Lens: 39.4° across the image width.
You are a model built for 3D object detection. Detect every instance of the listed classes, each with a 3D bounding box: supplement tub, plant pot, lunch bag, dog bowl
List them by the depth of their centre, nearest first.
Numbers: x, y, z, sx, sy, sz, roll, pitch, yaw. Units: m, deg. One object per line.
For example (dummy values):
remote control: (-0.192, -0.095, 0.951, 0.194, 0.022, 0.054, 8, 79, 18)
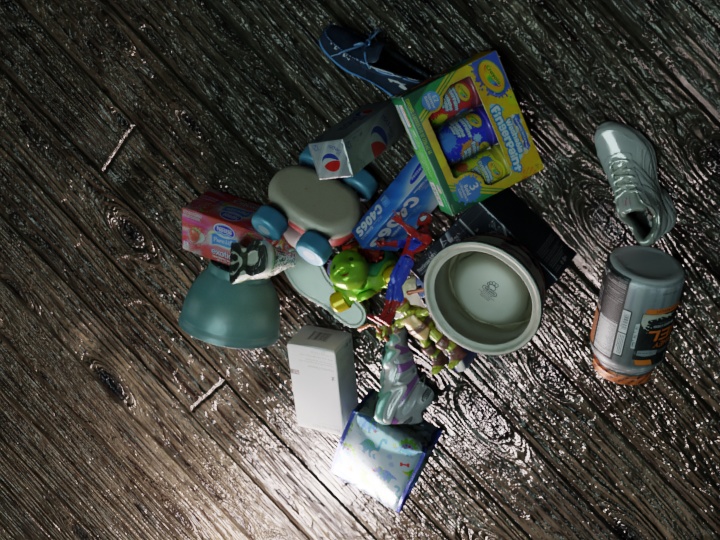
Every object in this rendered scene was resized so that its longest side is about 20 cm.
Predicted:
supplement tub: (0.431, 0.072, 1.583, 0.122, 0.123, 0.201, 18, 125, 21)
dog bowl: (0.204, 0.030, 1.593, 0.199, 0.074, 0.201, 15, 123, 24)
plant pot: (-0.244, 0.051, 1.945, 0.199, 0.200, 0.135, 19, 108, 21)
lunch bag: (0.043, 0.363, 1.979, 0.169, 0.127, 0.201, 29, 118, 13)

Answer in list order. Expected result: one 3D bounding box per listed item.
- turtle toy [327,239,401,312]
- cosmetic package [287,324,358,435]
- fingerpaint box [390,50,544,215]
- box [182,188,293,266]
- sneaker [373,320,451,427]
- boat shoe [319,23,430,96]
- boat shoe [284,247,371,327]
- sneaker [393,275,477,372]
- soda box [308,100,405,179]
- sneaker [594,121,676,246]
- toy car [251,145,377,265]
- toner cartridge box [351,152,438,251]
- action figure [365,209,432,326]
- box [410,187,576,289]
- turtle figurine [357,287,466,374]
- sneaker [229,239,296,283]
turtle toy: (0.000, 0.000, 1.760, 0.145, 0.200, 0.102, -25, 97, 14)
cosmetic package: (-0.072, 0.218, 1.995, 0.112, 0.081, 0.201, 7, 119, 25)
fingerpaint box: (0.166, -0.212, 1.554, 0.166, 0.073, 0.201, -26, 104, -7)
box: (-0.233, -0.072, 1.915, 0.199, 0.100, 0.096, 20, 125, 21)
sneaker: (0.105, 0.196, 1.887, 0.139, 0.078, 0.202, 9, 99, -3)
boat shoe: (0.030, -0.347, 1.621, 0.199, 0.084, 0.069, 27, 147, -2)
boat shoe: (-0.064, 0.030, 1.896, 0.200, 0.060, 0.076, 45, 110, 4)
sneaker: (0.130, 0.084, 1.809, 0.115, 0.081, 0.200, -14, 110, 46)
soda box: (-0.002, -0.214, 1.630, 0.068, 0.200, 0.064, -4, 114, 31)
sneaker: (0.406, -0.127, 1.499, 0.078, 0.099, 0.201, -25, 102, 38)
toy car: (-0.079, -0.085, 1.803, 0.176, 0.185, 0.200, 29, 157, 13)
toner cartridge box: (0.081, -0.116, 1.680, 0.200, 0.095, 0.043, -50, 59, 30)
action figure: (0.051, -0.019, 1.662, 0.099, 0.201, 0.065, 32, 168, -18)
box: (0.218, -0.015, 1.674, 0.182, 0.104, 0.200, 45, 129, 3)
turtle figurine: (0.100, 0.103, 1.741, 0.199, 0.064, 0.162, -30, 104, 39)
sneaker: (-0.176, -0.011, 1.793, 0.200, 0.088, 0.078, 0, 84, 62)
